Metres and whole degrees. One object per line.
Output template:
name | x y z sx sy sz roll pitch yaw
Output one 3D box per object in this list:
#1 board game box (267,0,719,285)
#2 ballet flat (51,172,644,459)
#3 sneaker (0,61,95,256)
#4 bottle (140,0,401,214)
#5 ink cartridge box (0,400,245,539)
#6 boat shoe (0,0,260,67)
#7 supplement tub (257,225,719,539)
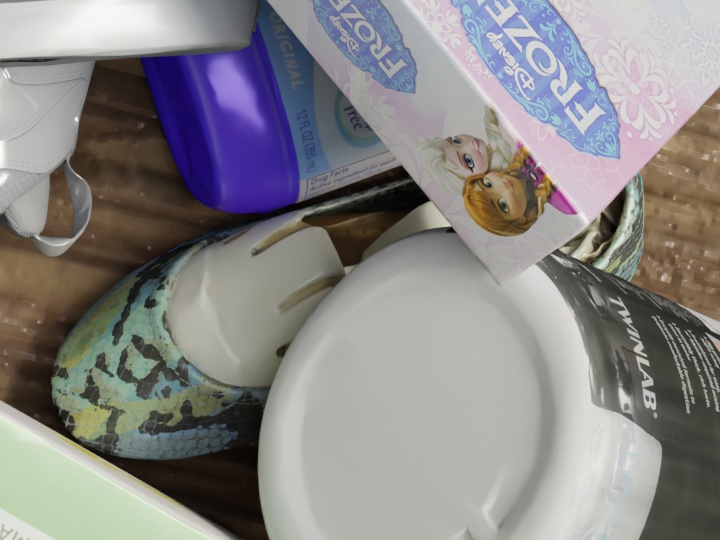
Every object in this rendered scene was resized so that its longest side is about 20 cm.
board game box | 0.036 -0.128 0.747 0.200 0.041 0.200 50 46 -4
ballet flat | 0.000 0.000 0.821 0.199 0.074 0.075 -21 99 -21
sneaker | -0.164 -0.061 0.763 0.199 0.075 0.116 2 90 -21
bottle | 0.032 -0.084 0.832 0.199 0.065 0.084 -20 100 -17
ink cartridge box | -0.075 0.077 0.733 0.145 0.200 0.048 32 84 -18
boat shoe | -0.116 -0.082 0.709 0.199 0.069 0.057 -6 94 -38
supplement tub | 0.073 0.067 0.792 0.200 0.122 0.123 22 85 -50
